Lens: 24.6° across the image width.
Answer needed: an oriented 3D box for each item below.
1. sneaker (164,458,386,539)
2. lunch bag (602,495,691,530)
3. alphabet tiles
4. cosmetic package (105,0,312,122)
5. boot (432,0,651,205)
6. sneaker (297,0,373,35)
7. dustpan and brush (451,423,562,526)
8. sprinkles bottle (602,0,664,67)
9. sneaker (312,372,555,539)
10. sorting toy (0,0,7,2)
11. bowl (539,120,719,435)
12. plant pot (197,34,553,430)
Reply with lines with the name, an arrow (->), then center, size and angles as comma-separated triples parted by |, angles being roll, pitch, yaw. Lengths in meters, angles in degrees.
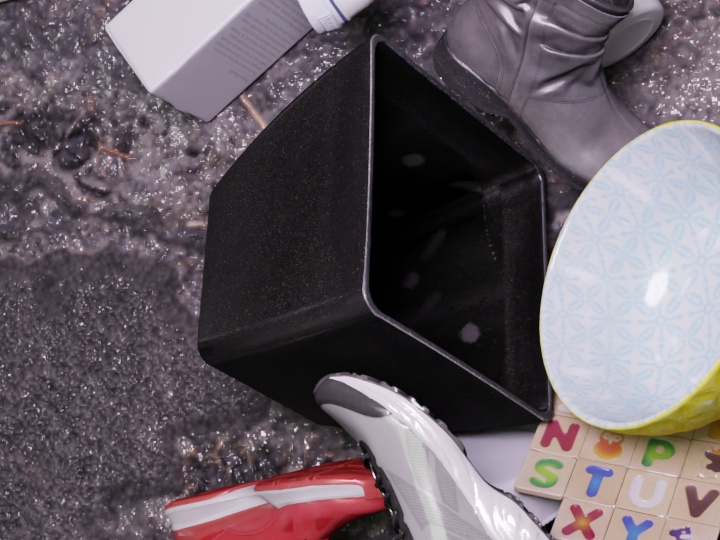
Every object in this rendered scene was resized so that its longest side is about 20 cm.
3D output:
sneaker -> -0.046, 0.204, 1.177 | 0.198, 0.078, 0.117 | -15, 87, 38
lunch bag -> 0.157, 0.248, 1.066 | 0.198, 0.117, 0.166 | -21, 78, 22
alphabet tiles -> 0.196, 0.106, 1.059 | 0.164, 0.006, 0.201 | 8, 44, 22
cosmetic package -> -0.081, -0.210, 1.230 | 0.200, 0.101, 0.072 | -41, 70, 11
boot -> 0.149, -0.134, 1.092 | 0.199, 0.070, 0.132 | 31, 139, -2
sneaker -> -0.041, -0.262, 1.137 | 0.070, 0.073, 0.202 | -27, 83, 6
dustpan and brush -> 0.059, 0.161, 1.083 | 0.138, 0.199, 0.058 | 8, 117, 39
sprinkles bottle -> 0.134, -0.240, 1.168 | 0.068, 0.068, 0.201 | -35, 72, 13
sneaker -> 0.039, 0.141, 1.011 | 0.079, 0.074, 0.200 | -42, 76, -10
sorting toy -> -0.309, -0.321, 1.373 | 0.183, 0.036, 0.203 | -9, 84, 20
bowl -> 0.218, 0.017, 1.051 | 0.200, 0.107, 0.202 | -37, 43, 44
plant pot -> 0.000, 0.000, 1.107 | 0.176, 0.199, 0.202 | -21, 53, 33
